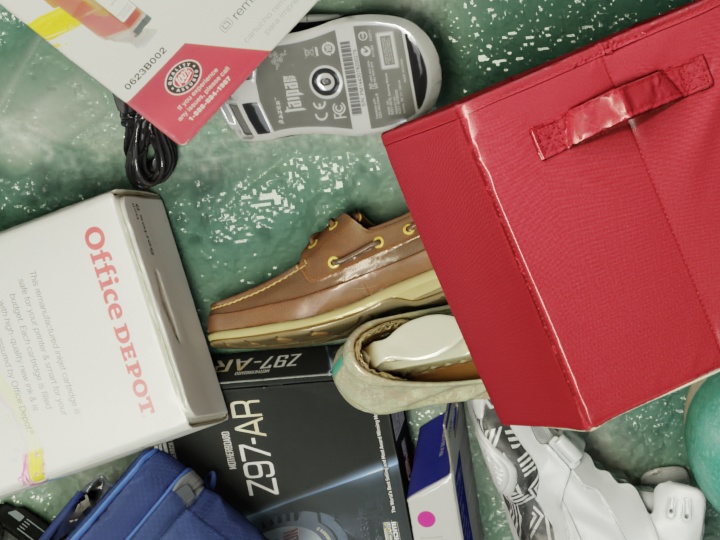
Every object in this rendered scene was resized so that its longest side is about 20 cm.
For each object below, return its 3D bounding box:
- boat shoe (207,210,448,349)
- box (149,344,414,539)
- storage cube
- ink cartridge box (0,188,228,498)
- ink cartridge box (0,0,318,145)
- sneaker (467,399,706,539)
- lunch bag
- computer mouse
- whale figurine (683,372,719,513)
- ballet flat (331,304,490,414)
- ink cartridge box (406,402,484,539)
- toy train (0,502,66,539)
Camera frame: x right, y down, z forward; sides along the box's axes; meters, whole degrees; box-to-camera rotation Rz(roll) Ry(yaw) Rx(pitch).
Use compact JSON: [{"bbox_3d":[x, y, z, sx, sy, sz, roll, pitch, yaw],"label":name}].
[{"bbox_3d":[0.000,0.000,1.680,0.199,0.072,0.068,-17,80,18],"label":"boat shoe"},{"bbox_3d":[-0.043,0.147,1.748,0.159,0.044,0.201,-4,113,13],"label":"box"},{"bbox_3d":[0.137,-0.030,1.535,0.170,0.200,0.181,-23,92,-12],"label":"storage cube"},{"bbox_3d":[-0.196,0.052,1.680,0.199,0.087,0.146,-20,86,15],"label":"ink cartridge box"},{"bbox_3d":[-0.126,-0.185,1.531,0.145,0.084,0.200,-46,128,8],"label":"ink cartridge box"},{"bbox_3d":[0.139,0.123,1.713,0.114,0.075,0.201,-21,98,0],"label":"sneaker"},{"bbox_3d":[-0.138,0.198,1.660,0.132,0.200,0.136,38,155,3],"label":"lunch bag"},{"bbox_3d":[-0.047,-0.109,1.647,0.198,0.044,0.110,-4,108,14],"label":"computer mouse"},{"bbox_3d":[0.287,0.092,1.651,0.199,0.104,0.160,-14,126,12],"label":"whale figurine"},{"bbox_3d":[0.082,0.042,1.647,0.199,0.062,0.068,-14,68,-8],"label":"ballet flat"},{"bbox_3d":[0.055,0.163,1.723,0.037,0.095,0.201,-4,113,8],"label":"ink cartridge box"},{"bbox_3d":[-0.156,0.208,1.764,0.199,0.046,0.034,34,144,15],"label":"toy train"}]
